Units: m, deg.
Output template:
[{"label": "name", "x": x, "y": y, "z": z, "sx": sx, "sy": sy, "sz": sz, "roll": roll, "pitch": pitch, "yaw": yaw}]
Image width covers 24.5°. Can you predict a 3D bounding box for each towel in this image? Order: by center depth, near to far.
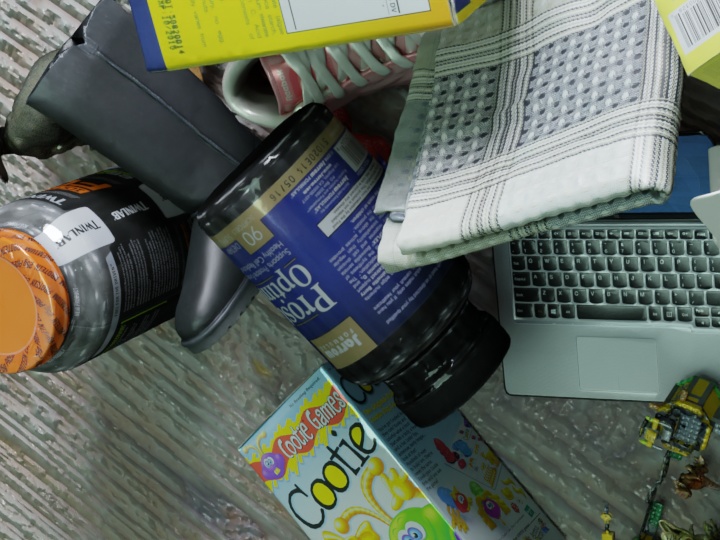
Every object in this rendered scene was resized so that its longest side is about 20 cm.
[{"label": "towel", "x": 0.095, "y": -0.098, "z": 0.948, "sx": 0.199, "sy": 0.194, "sz": 0.034, "roll": -16, "pitch": 138, "yaw": 37}]

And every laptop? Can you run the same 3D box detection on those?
[{"label": "laptop", "x": 0.151, "y": 0.004, "z": 1.050, "sx": 0.185, "sy": 0.116, "sz": 0.202, "roll": 1, "pitch": 105, "yaw": 28}]

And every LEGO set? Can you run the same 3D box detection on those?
[{"label": "LEGO set", "x": 0.222, "y": 0.178, "z": 1.050, "sx": 0.153, "sy": 0.116, "sz": 0.202, "roll": 28, "pitch": 122, "yaw": 15}]

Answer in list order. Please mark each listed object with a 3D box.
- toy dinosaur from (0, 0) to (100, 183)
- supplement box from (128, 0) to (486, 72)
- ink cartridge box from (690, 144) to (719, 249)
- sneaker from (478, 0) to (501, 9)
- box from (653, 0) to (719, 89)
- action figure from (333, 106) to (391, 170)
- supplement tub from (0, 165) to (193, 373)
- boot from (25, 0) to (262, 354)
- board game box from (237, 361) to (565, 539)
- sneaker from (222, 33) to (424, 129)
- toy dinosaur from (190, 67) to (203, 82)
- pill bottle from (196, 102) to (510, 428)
[{"label": "toy dinosaur", "x": -0.221, "y": -0.125, "z": 1.216, "sx": 0.199, "sy": 0.102, "sz": 0.077, "roll": -37, "pitch": 86, "yaw": 31}, {"label": "supplement box", "x": -0.030, "y": -0.192, "z": 0.955, "sx": 0.198, "sy": 0.110, "sz": 0.110, "roll": -5, "pitch": 111, "yaw": 24}, {"label": "ink cartridge box", "x": 0.272, "y": -0.029, "z": 0.936, "sx": 0.116, "sy": 0.200, "sz": 0.068, "roll": -16, "pitch": 53, "yaw": 29}, {"label": "sneaker", "x": 0.064, "y": -0.264, "z": 1.019, "sx": 0.077, "sy": 0.091, "sz": 0.202, "roll": -23, "pitch": 86, "yaw": -4}, {"label": "box", "x": 0.235, "y": -0.124, "z": 0.916, "sx": 0.050, "sy": 0.199, "sz": 0.076, "roll": -35, "pitch": 61, "yaw": 30}, {"label": "action figure", "x": 0.013, "y": -0.021, "z": 1.148, "sx": 0.065, "sy": 0.052, "sz": 0.202, "roll": -19, "pitch": 85, "yaw": 5}, {"label": "supplement tub", "x": -0.197, "y": -0.002, "z": 1.182, "sx": 0.121, "sy": 0.200, "sz": 0.124, "roll": 7, "pitch": 107, "yaw": 25}, {"label": "boot", "x": -0.142, "y": -0.064, "z": 1.125, "sx": 0.200, "sy": 0.166, "sz": 0.065, "roll": 42, "pitch": 144, "yaw": -19}, {"label": "board game box", "x": 0.029, "y": 0.158, "z": 1.164, "sx": 0.200, "sy": 0.105, "sz": 0.103, "roll": 50, "pitch": 121, "yaw": 7}, {"label": "sneaker", "x": -0.004, "y": -0.142, "z": 1.092, "sx": 0.198, "sy": 0.105, "sz": 0.076, "roll": -11, "pitch": 110, "yaw": 30}, {"label": "toy dinosaur", "x": -0.129, "y": -0.107, "z": 1.198, "sx": 0.105, "sy": 0.060, "sz": 0.202, "roll": -3, "pitch": 103, "yaw": 27}, {"label": "pill bottle", "x": 0.000, "y": 0.000, "z": 1.056, "sx": 0.112, "sy": 0.112, "sz": 0.200, "roll": -38, "pitch": 100, "yaw": 30}]
